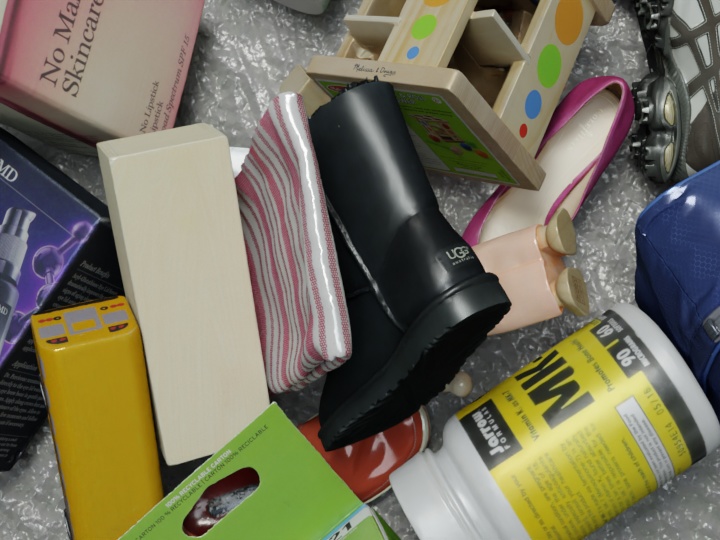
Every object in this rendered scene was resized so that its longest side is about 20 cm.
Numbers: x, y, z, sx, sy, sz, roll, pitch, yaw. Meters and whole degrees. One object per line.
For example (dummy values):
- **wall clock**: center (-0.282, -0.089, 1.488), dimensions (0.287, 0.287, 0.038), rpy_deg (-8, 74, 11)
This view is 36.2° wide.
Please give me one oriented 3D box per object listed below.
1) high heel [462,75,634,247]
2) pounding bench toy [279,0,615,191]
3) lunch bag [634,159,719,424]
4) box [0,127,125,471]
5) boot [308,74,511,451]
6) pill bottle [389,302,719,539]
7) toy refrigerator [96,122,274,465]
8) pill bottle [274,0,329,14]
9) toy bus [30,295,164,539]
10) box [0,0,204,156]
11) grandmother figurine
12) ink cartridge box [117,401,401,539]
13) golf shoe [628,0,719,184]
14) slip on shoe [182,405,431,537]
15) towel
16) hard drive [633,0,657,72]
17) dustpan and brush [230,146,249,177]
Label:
- **high heel**: center (0.121, -0.042, 0.754), dimensions (0.067, 0.096, 0.201), rpy_deg (39, 88, 7)
- **pounding bench toy**: center (0.045, -0.166, 0.752), dimensions (0.198, 0.124, 0.158), rpy_deg (14, 75, 42)
- **lunch bag**: center (0.259, 0.020, 0.691), dimensions (0.134, 0.200, 0.134), rpy_deg (-29, 64, 3)
- **box**: center (-0.263, 0.016, 0.769), dimensions (0.147, 0.104, 0.202), rpy_deg (33, 88, 16)
- **boot**: center (0.000, 0.000, 0.693), dimensions (0.075, 0.201, 0.170), rpy_deg (-13, 64, -34)
- **pill bottle**: center (0.125, 0.121, 0.727), dimensions (0.198, 0.114, 0.115), rpy_deg (-34, 82, 0)
- **toy refrigerator**: center (-0.113, 0.014, 0.715), dimensions (0.075, 0.070, 0.204), rpy_deg (-14, 108, -17)
- **pill bottle**: center (-0.020, -0.294, 0.782), dimensions (0.118, 0.120, 0.203), rpy_deg (26, 87, 7)
- **toy bus**: center (-0.168, 0.119, 0.727), dimensions (0.064, 0.078, 0.204), rpy_deg (-12, 116, -20)
- **box**: center (-0.215, -0.167, 0.731), dimensions (0.107, 0.199, 0.130), rpy_deg (8, 81, 33)
- **grandmother figurine**: center (0.053, 0.026, 0.748), dimensions (0.197, 0.060, 0.124), rpy_deg (-15, 68, 26)
- **ink cartridge box**: center (-0.043, 0.213, 0.712), dimensions (0.147, 0.076, 0.201), rpy_deg (-40, 111, -1)
- **golf shoe**: center (0.229, -0.157, 0.724), dimensions (0.093, 0.078, 0.203), rpy_deg (0, 117, 6)
- **slip on shoe**: center (-0.042, 0.142, 0.767), dimensions (0.197, 0.061, 0.075), rpy_deg (-21, 81, 1)
- **towel**: center (-0.050, -0.004, 0.667), dimensions (0.029, 0.200, 0.149), rpy_deg (-11, 81, -16)
- **hard drive**: center (0.260, -0.236, 0.792), dimensions (0.137, 0.038, 0.204), rpy_deg (-12, 82, 3)
- **dustpan and brush**: center (-0.084, 0.018, 0.794), dimensions (0.137, 0.057, 0.204), rpy_deg (4, 78, -5)
